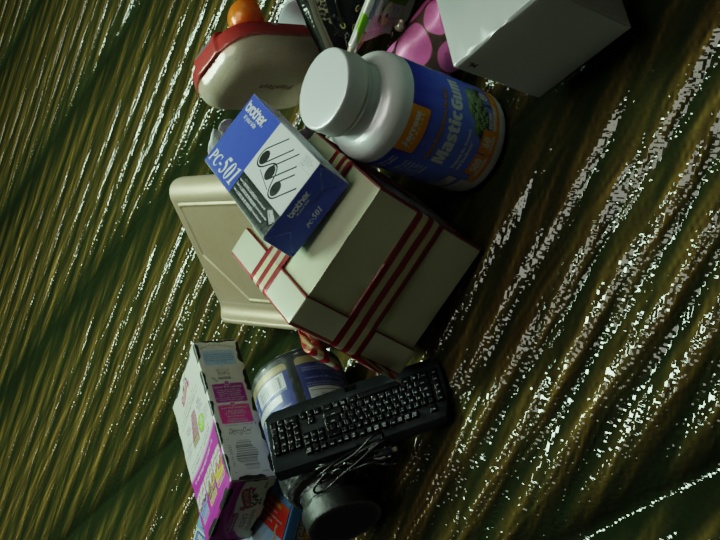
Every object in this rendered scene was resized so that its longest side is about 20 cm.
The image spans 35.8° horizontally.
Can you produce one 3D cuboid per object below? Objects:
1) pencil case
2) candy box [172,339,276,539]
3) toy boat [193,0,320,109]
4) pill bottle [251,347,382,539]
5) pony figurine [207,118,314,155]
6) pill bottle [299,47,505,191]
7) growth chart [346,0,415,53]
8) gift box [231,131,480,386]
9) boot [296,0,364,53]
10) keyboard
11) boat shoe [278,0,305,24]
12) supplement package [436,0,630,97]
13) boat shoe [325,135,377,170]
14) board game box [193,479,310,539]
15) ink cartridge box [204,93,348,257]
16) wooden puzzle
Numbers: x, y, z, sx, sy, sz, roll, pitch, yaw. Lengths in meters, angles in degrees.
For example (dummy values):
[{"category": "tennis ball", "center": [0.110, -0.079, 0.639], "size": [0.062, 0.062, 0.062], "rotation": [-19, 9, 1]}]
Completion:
[{"category": "pencil case", "center": [0.061, -0.228, 1.226], "size": [0.200, 0.091, 0.094], "rotation": [-44, 7, 38]}, {"category": "candy box", "center": [-0.166, 0.202, 1.333], "size": [0.137, 0.060, 0.201], "rotation": [114, 144, -43]}, {"category": "toy boat", "center": [-0.123, -0.281, 1.384], "size": [0.130, 0.199, 0.132], "rotation": [-40, 67, 41]}, {"category": "pill bottle", "center": [-0.046, 0.195, 1.243], "size": [0.112, 0.111, 0.201], "rotation": [-52, 44, 33]}, {"category": "pony figurine", "center": [-0.118, -0.118, 1.407], "size": [0.193, 0.165, 0.202], "rotation": [-41, 66, 55]}, {"category": "pill bottle", "center": [0.041, -0.156, 1.126], "size": [0.112, 0.199, 0.113], "rotation": [-20, 64, 48]}, {"category": "growth chart", "center": [0.040, -0.310, 1.221], "size": [0.018, 0.200, 0.146], "rotation": [28, 118, 9]}, {"category": "gift box", "center": [0.000, 0.000, 1.172], "size": [0.187, 0.199, 0.185], "rotation": [-54, 33, 8]}, {"category": "boot", "center": [0.006, -0.322, 1.302], "size": [0.205, 0.153, 0.074], "rotation": [65, 178, -17]}, {"category": "keyboard", "center": [-0.003, 0.160, 1.156], "size": [0.198, 0.040, 0.105], "rotation": [-21, 59, 7]}, {"category": "boat shoe", "center": [-0.035, -0.365, 1.415], "size": [0.200, 0.071, 0.070], "rotation": [-40, 24, 47]}, {"category": "supplement package", "center": [0.144, -0.285, 1.027], "size": [0.121, 0.119, 0.202], "rotation": [-35, 56, 42]}, {"category": "boat shoe", "center": [-0.042, -0.094, 1.268], "size": [0.075, 0.086, 0.203], "rotation": [48, 146, 22]}, {"category": "board game box", "center": [-0.126, 0.312, 1.374], "size": [0.200, 0.056, 0.198], "rotation": [27, 104, 54]}, {"category": "ink cartridge box", "center": [-0.092, -0.103, 1.151], "size": [0.094, 0.044, 0.200], "rotation": [-52, 36, 8]}, {"category": "wooden puzzle", "center": [-0.147, -0.026, 1.387], "size": [0.184, 0.037, 0.202], "rotation": [2, 117, 48]}]
